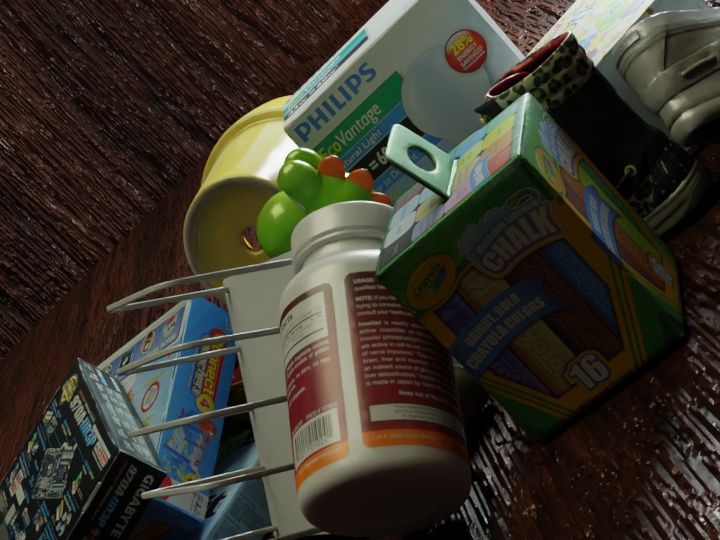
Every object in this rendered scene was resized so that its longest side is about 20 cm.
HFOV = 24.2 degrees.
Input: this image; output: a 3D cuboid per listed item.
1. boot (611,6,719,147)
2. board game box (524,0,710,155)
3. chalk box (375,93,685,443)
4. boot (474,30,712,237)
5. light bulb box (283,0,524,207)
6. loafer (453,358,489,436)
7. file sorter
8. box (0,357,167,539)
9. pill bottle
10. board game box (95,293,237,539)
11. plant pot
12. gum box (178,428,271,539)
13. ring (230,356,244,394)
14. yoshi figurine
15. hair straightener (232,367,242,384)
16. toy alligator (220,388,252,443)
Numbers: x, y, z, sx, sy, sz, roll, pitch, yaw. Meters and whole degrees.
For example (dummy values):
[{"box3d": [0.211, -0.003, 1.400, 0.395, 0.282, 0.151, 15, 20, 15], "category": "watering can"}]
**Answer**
[{"box3d": [0.270, -0.135, 1.168, 0.198, 0.096, 0.074, -16, -25, -31], "category": "boot"}, {"box3d": [0.209, -0.151, 1.325, 0.103, 0.105, 0.200, -47, 13, -7], "category": "board game box"}, {"box3d": [0.095, -0.019, 1.061, 0.124, 0.200, 0.125, -38, 15, 22], "category": "chalk box"}, {"box3d": [0.128, -0.062, 1.191, 0.203, 0.154, 0.074, -35, 15, 34], "category": "boot"}, {"box3d": [0.065, -0.131, 1.490, 0.198, 0.200, 0.125, -43, 13, 9], "category": "light bulb box"}, {"box3d": [0.021, 0.062, 1.218, 0.069, 0.076, 0.199, -34, 45, -26], "category": "loafer"}, {"box3d": [-0.094, 0.101, 1.203, 0.123, 0.202, 0.138, -9, -5, -30], "category": "file sorter"}, {"box3d": [-0.232, 0.178, 1.338, 0.160, 0.046, 0.200, -58, 26, 5], "category": "box"}, {"box3d": [0.005, 0.062, 1.098, 0.113, 0.112, 0.202, -34, 51, 38], "category": "pill bottle"}, {"box3d": [-0.189, 0.149, 1.408, 0.199, 0.056, 0.197, -34, 36, 43], "category": "board game box"}, {"box3d": [-0.075, -0.051, 1.602, 0.200, 0.201, 0.189, -39, 3, 23], "category": "plant pot"}, {"box3d": [-0.135, 0.219, 1.381, 0.169, 0.045, 0.201, -30, 19, 49], "category": "gum box"}, {"box3d": [-0.067, 0.075, 1.504, 0.199, 0.019, 0.201, -30, -11, -6], "category": "ring"}, {"box3d": [-0.004, -0.007, 1.326, 0.112, 0.200, 0.112, -45, 14, -3], "category": "yoshi figurine"}, {"box3d": [-0.078, 0.069, 1.628, 0.199, 0.041, 0.077, -37, -3, 25], "category": "hair straightener"}, {"box3d": [-0.090, 0.135, 1.486, 0.199, 0.055, 0.059, -38, -23, 25], "category": "toy alligator"}]
